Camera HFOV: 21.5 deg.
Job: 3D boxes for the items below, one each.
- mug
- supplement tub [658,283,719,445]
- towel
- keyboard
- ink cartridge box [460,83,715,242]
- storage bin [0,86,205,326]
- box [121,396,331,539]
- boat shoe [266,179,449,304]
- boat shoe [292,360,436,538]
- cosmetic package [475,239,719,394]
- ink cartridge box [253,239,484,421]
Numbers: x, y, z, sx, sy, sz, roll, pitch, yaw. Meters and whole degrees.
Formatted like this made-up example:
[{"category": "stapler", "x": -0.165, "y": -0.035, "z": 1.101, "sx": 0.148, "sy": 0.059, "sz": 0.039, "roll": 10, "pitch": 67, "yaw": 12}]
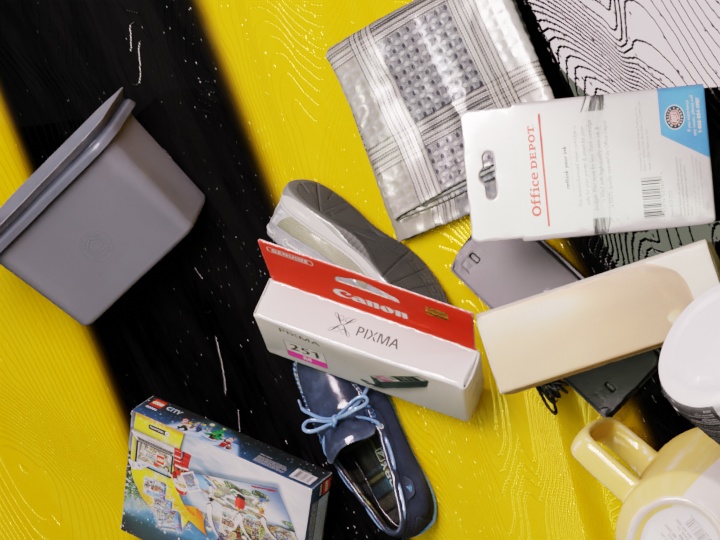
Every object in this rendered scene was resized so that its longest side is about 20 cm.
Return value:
[{"category": "mug", "x": 0.262, "y": 0.209, "z": 1.552, "sx": 0.187, "sy": 0.153, "sz": 0.149, "roll": 6, "pitch": 98, "yaw": 25}, {"category": "supplement tub", "x": 0.335, "y": 0.104, "z": 1.478, "sx": 0.123, "sy": 0.200, "sz": 0.123, "roll": -32, "pitch": 38, "yaw": 29}, {"category": "towel", "x": 0.078, "y": -0.145, "z": 1.675, "sx": 0.193, "sy": 0.035, "sz": 0.200, "roll": -24, "pitch": 85, "yaw": 25}, {"category": "keyboard", "x": 0.161, "y": 0.045, "z": 1.659, "sx": 0.104, "sy": 0.040, "sz": 0.200, "roll": -45, "pitch": 76, "yaw": 1}, {"category": "ink cartridge box", "x": 0.190, "y": -0.087, "z": 1.581, "sx": 0.200, "sy": 0.068, "sz": 0.116, "roll": -5, "pitch": 92, "yaw": 9}, {"category": "storage bin", "x": -0.248, "y": -0.054, "z": 1.794, "sx": 0.200, "sy": 0.146, "sz": 0.134, "roll": -40, "pitch": 105, "yaw": 22}, {"category": "box", "x": -0.128, "y": 0.217, "z": 1.775, "sx": 0.200, "sy": 0.038, "sz": 0.137, "roll": 21, "pitch": 120, "yaw": 23}, {"category": "boat shoe", "x": -0.001, "y": 0.000, "z": 1.707, "sx": 0.202, "sy": 0.074, "sz": 0.065, "roll": 40, "pitch": 120, "yaw": 17}, {"category": "boat shoe", "x": 0.003, "y": 0.150, "z": 1.716, "sx": 0.084, "sy": 0.069, "sz": 0.200, "roll": -44, "pitch": 76, "yaw": 22}, {"category": "cosmetic package", "x": 0.206, "y": 0.040, "z": 1.571, "sx": 0.200, "sy": 0.105, "sz": 0.071, "roll": -19, "pitch": 84, "yaw": 14}, {"category": "ink cartridge box", "x": 0.005, "y": 0.054, "z": 1.629, "sx": 0.200, "sy": 0.174, "sz": 0.044, "roll": 19, "pitch": 72, "yaw": 13}]
